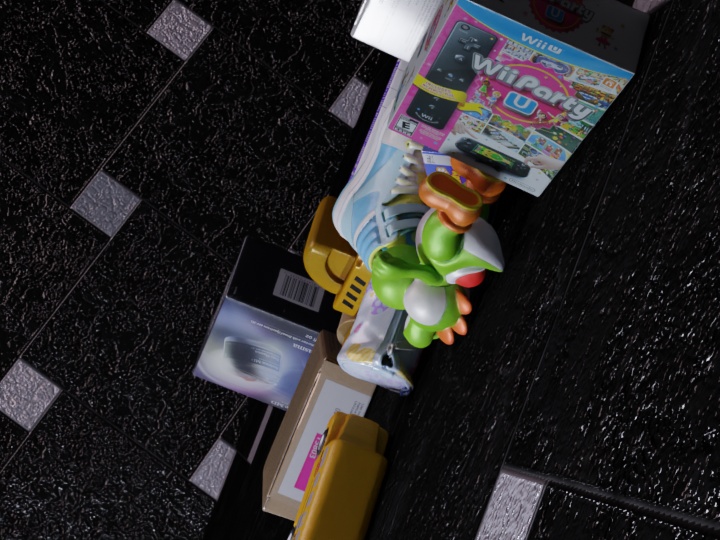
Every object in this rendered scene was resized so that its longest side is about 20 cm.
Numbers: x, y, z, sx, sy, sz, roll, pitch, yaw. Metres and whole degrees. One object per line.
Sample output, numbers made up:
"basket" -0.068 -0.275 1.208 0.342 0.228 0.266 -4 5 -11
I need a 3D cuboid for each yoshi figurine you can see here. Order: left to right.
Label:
"yoshi figurine" 0.058 -0.020 1.341 0.113 0.111 0.201 -101 20 -44

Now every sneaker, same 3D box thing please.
"sneaker" 0.055 -0.081 1.447 0.201 0.079 0.131 -61 34 26

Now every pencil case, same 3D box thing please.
"pencil case" 0.044 0.023 1.525 0.091 0.082 0.202 88 -158 -71

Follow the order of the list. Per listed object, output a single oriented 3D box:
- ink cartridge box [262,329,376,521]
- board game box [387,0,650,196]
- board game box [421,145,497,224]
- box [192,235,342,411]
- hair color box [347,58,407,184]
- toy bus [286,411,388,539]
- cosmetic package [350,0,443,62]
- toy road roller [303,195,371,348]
"ink cartridge box" -0.051 0.189 1.821 0.165 0.075 0.202 -110 43 -79
"board game box" 0.119 -0.156 1.195 0.200 0.146 0.065 121 170 -60
"board game box" 0.113 -0.147 1.432 0.135 0.044 0.201 73 -150 -53
"box" -0.108 0.087 2.098 0.199 0.198 0.124 118 171 -49
"hair color box" 0.070 -0.175 1.871 0.065 0.108 0.202 -105 38 -82
"toy bus" -0.025 0.236 1.473 0.078 0.065 0.201 126 165 -65
"cosmetic package" 0.104 -0.219 1.300 0.108 0.199 0.085 -71 8 -49
"toy road roller" 0.000 0.000 1.696 0.200 0.145 0.124 119 171 -50
